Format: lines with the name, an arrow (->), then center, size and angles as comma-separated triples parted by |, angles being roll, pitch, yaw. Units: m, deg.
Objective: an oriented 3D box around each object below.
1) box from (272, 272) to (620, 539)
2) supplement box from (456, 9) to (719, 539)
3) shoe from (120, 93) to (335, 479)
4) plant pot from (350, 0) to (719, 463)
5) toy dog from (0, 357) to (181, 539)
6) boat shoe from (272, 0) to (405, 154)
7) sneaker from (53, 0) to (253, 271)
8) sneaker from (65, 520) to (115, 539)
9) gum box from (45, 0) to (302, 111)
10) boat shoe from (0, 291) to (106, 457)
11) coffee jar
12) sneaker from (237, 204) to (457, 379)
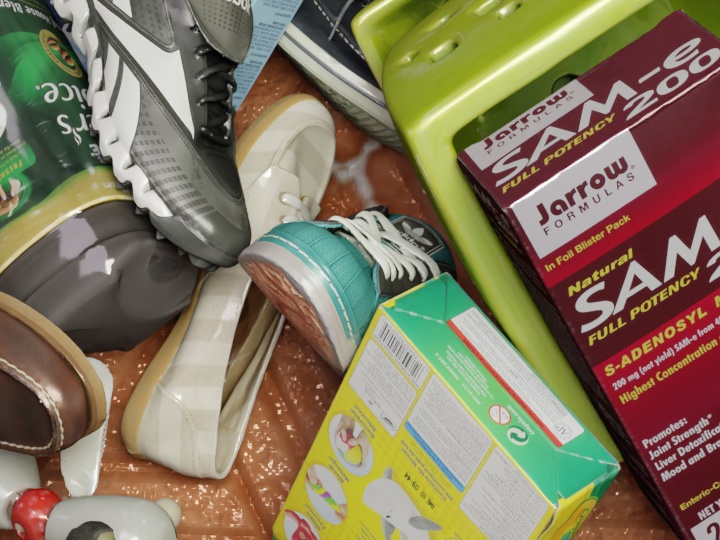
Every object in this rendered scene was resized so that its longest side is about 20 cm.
box -> 0.028, 0.110, 0.824 | 0.048, 0.201, 0.118 | -24, 63, -38
supplement box -> 0.133, 0.012, 0.743 | 0.108, 0.201, 0.061 | -33, 28, -1
shoe -> -0.053, 0.009, 0.926 | 0.053, 0.070, 0.202 | 21, 84, 32
plant pot -> 0.118, -0.068, 0.838 | 0.199, 0.200, 0.182 | -32, 29, -1
toy dog -> -0.159, 0.095, 0.909 | 0.199, 0.133, 0.096 | 38, 42, 18
boat shoe -> -0.021, -0.136, 0.973 | 0.062, 0.075, 0.200 | -43, 62, 1
sneaker -> -0.084, -0.098, 0.862 | 0.090, 0.066, 0.201 | -35, 62, 21
sneaker -> -0.072, 0.188, 0.831 | 0.088, 0.202, 0.077 | -30, 23, -22
gum box -> -0.133, -0.125, 0.964 | 0.170, 0.044, 0.201 | 40, 108, 24
boat shoe -> -0.206, 0.039, 0.840 | 0.198, 0.071, 0.070 | 20, 34, 29
coffee jar -> -0.159, -0.055, 0.892 | 0.085, 0.104, 0.201 | -36, 72, 12
sneaker -> 0.000, 0.000, 0.847 | 0.080, 0.200, 0.071 | -44, 80, -3
